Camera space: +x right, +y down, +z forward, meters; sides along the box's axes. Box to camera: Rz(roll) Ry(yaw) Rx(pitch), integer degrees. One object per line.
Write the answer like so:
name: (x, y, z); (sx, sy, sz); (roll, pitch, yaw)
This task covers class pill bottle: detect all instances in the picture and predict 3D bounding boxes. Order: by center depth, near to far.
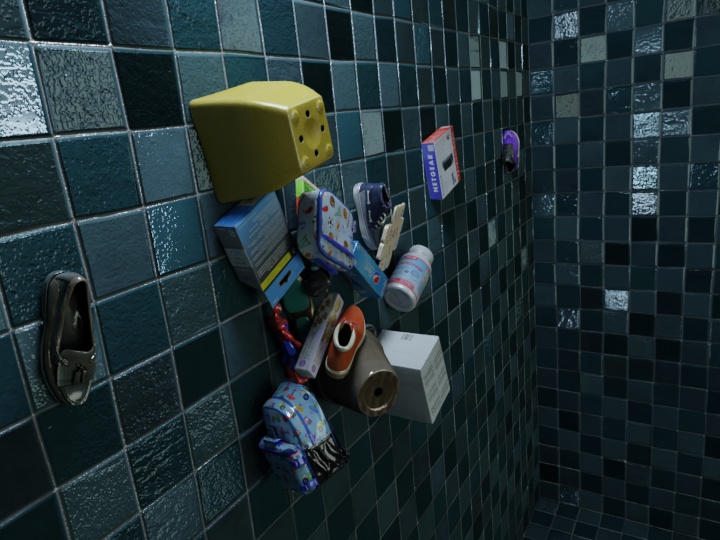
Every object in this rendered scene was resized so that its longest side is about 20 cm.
pill bottle: (0.151, 0.019, 1.714); (0.201, 0.107, 0.110); (-59, 139, -38)

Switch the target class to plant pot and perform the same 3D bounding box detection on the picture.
plant pot: (-0.167, -0.256, 1.080); (0.194, 0.197, 0.199); (-42, 126, -49)
plant pot: (0.004, 0.257, 1.358); (0.197, 0.173, 0.204); (-9, 109, -28)

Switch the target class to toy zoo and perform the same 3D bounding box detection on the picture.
toy zoo: (-0.108, -0.099, 1.296); (0.131, 0.020, 0.204); (32, 51, -65)

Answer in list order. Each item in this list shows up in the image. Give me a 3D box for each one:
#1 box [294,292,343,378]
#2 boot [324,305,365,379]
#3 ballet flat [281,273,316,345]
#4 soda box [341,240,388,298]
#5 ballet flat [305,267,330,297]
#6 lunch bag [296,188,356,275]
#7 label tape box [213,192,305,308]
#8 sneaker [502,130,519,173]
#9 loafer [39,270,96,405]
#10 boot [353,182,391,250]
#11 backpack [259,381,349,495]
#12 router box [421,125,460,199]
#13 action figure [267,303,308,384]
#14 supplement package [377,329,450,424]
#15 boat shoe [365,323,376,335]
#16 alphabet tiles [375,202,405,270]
box: (-0.091, 0.143, 1.273); (0.042, 0.038, 0.202); (59, 42, -46)
boot: (-0.026, 0.137, 1.288); (0.202, 0.074, 0.108); (-74, 176, -48)
ballet flat: (-0.137, 0.087, 1.304); (0.066, 0.069, 0.203); (-85, 166, -63)
soda box: (0.000, 0.000, 1.500); (0.200, 0.067, 0.065); (50, 52, -48)
ballet flat: (-0.085, 0.022, 1.320); (0.200, 0.056, 0.068); (-73, 147, -77)
lunch bag: (-0.070, -0.080, 1.255); (0.200, 0.074, 0.163); (33, 53, -63)
label tape box: (-0.203, -0.047, 1.165); (0.145, 0.062, 0.202); (-55, 138, -43)
sneaker: (0.686, -0.536, 2.585); (0.100, 0.069, 0.203); (-47, 131, -43)
loafer: (-0.421, 0.103, 0.820); (0.071, 0.062, 0.204); (-14, 105, -57)
boot: (0.046, -0.144, 1.542); (0.073, 0.089, 0.203); (-51, 134, -43)
backpack: (-0.140, 0.348, 1.206); (0.134, 0.181, 0.203); (-31, 105, -34)
router box: (0.281, -0.372, 1.950); (0.180, 0.048, 0.203); (-47, 131, -47)
action figure: (-0.163, 0.159, 1.252); (0.051, 0.065, 0.203); (-31, 123, -25)
supplement package: (0.136, 0.303, 1.633); (0.147, 0.188, 0.203); (-48, 132, -44)
boat shoe: (-0.003, 0.206, 1.524); (0.199, 0.056, 0.070); (-35, 121, -52)
alphabet tiles: (0.086, -0.095, 1.616); (0.200, 0.014, 0.199); (-36, 142, -70)
